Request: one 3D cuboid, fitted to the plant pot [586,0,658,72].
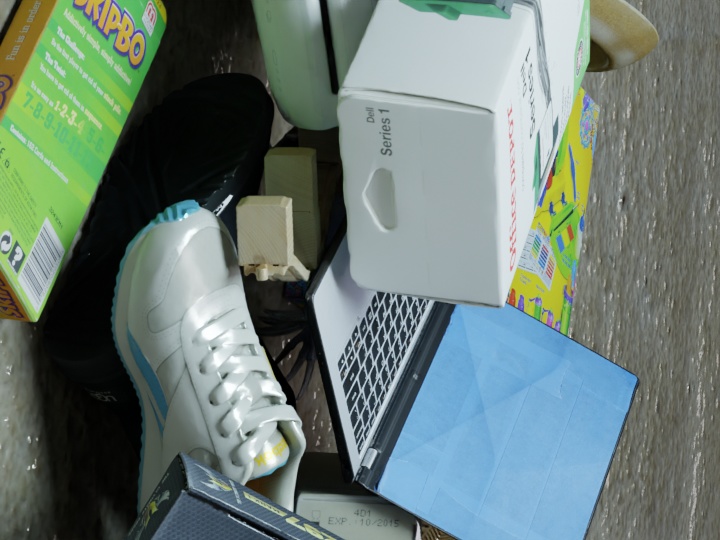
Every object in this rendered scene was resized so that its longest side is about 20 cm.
[{"bbox_3d":[0.088,-0.168,1.608,0.028,0.200,0.200,-69,155,-6],"label":"plant pot"}]

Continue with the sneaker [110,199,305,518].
[{"bbox_3d":[-0.068,0.060,1.274,0.076,0.081,0.200,-30,124,-41],"label":"sneaker"}]

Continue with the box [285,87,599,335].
[{"bbox_3d":[0.059,-0.047,1.646,0.200,0.122,0.193,35,62,-63],"label":"box"}]

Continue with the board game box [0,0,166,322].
[{"bbox_3d":[-0.149,-0.083,1.268,0.096,0.030,0.200,67,38,-49],"label":"board game box"}]

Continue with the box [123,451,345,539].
[{"bbox_3d":[-0.071,0.210,1.250,0.200,0.158,0.051,-57,-163,9],"label":"box"}]

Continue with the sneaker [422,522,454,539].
[{"bbox_3d":[0.049,0.164,1.639,0.113,0.071,0.200,-89,-156,-53],"label":"sneaker"}]

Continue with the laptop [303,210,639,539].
[{"bbox_3d":[0.067,0.038,1.410,0.187,0.116,0.200,-64,150,-48],"label":"laptop"}]

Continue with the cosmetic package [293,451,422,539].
[{"bbox_3d":[-0.009,0.167,1.487,0.200,0.071,0.105,-126,-140,-85],"label":"cosmetic package"}]

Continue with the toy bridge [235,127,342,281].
[{"bbox_3d":[-0.034,-0.030,1.331,0.200,0.027,0.067,-66,155,-69],"label":"toy bridge"}]

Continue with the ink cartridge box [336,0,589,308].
[{"bbox_3d":[0.058,-0.100,1.335,0.146,0.084,0.200,84,20,-47],"label":"ink cartridge box"}]

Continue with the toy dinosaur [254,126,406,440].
[{"bbox_3d":[0.000,0.000,1.474,0.182,0.200,0.105,48,15,3],"label":"toy dinosaur"}]

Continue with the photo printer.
[{"bbox_3d":[-0.029,-0.175,1.384,0.200,0.069,0.167,-104,-175,-65],"label":"photo printer"}]

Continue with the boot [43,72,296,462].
[{"bbox_3d":[-0.081,0.018,1.378,0.200,0.076,0.168,-65,147,-27],"label":"boot"}]
